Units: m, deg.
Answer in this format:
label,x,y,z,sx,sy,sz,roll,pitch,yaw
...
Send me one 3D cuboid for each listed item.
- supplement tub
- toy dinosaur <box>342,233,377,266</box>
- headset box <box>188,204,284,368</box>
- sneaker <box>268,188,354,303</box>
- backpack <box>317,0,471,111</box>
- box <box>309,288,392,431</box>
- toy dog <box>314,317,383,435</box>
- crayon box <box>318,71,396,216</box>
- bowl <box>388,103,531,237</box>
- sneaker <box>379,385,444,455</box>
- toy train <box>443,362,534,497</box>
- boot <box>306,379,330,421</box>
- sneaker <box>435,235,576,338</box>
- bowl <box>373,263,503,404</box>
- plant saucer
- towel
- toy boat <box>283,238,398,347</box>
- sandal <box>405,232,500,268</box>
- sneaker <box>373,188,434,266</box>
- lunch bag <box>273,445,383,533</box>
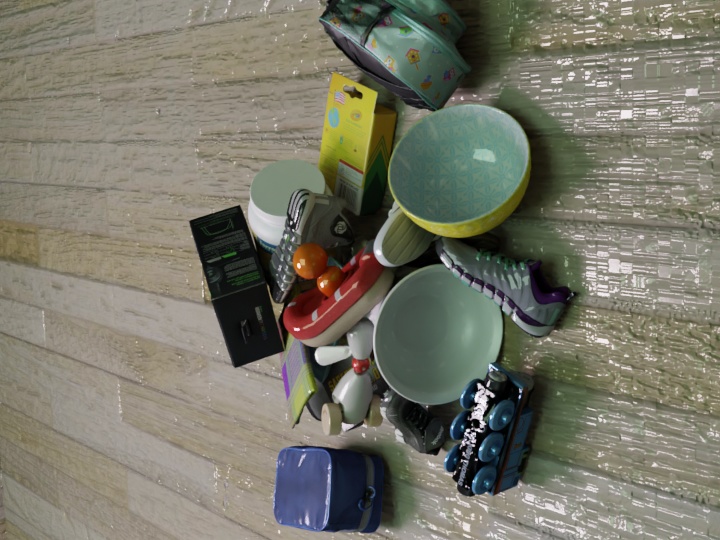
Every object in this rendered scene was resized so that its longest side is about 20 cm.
label,x,y,z,sx,sy,sz,roll,pitch,yaw
supplement tub,-0.106,-0.066,1.764,0.145,0.143,0.201,49,160,34
toy dinosaur,0.000,0.000,1.725,0.200,0.101,0.078,-49,59,40
headset box,-0.199,0.031,1.761,0.176,0.091,0.201,81,169,-48
sneaker,-0.067,-0.029,1.653,0.075,0.114,0.202,-117,38,-45
backpack,0.065,-0.324,1.526,0.153,0.175,0.201,-45,64,10
box,0.018,0.144,1.730,0.199,0.048,0.160,-34,76,36
toy dog,-0.010,0.155,1.664,0.202,0.130,0.096,-64,30,17
crayon box,-0.007,-0.205,1.740,0.126,0.050,0.203,34,123,45
bowl,0.146,-0.119,1.496,0.200,0.199,0.108,47,174,36
sneaker,0.087,0.226,1.631,0.090,0.067,0.201,30,162,26
toy train,0.187,0.224,1.517,0.086,0.113,0.203,33,122,40
boot,-0.037,0.167,1.838,0.130,0.069,0.204,4,106,44
sneaker,0.199,-0.002,1.476,0.199,0.074,0.088,38,118,8
bowl,0.099,0.084,1.567,0.090,0.198,0.205,-152,60,-69
plant saucer,-0.050,0.079,1.717,0.070,0.019,0.202,42,125,36
towel,-0.104,0.134,1.745,0.144,0.022,0.203,116,149,-53
toy boat,-0.046,0.014,1.577,0.131,0.131,0.200,42,119,-10
sandal,0.127,-0.040,1.595,0.199,0.081,0.056,-15,62,59
sneaker,0.071,-0.070,1.562,0.070,0.200,0.074,-13,116,46
lunch bag,-0.043,0.370,1.829,0.199,0.131,0.138,-6,76,53
